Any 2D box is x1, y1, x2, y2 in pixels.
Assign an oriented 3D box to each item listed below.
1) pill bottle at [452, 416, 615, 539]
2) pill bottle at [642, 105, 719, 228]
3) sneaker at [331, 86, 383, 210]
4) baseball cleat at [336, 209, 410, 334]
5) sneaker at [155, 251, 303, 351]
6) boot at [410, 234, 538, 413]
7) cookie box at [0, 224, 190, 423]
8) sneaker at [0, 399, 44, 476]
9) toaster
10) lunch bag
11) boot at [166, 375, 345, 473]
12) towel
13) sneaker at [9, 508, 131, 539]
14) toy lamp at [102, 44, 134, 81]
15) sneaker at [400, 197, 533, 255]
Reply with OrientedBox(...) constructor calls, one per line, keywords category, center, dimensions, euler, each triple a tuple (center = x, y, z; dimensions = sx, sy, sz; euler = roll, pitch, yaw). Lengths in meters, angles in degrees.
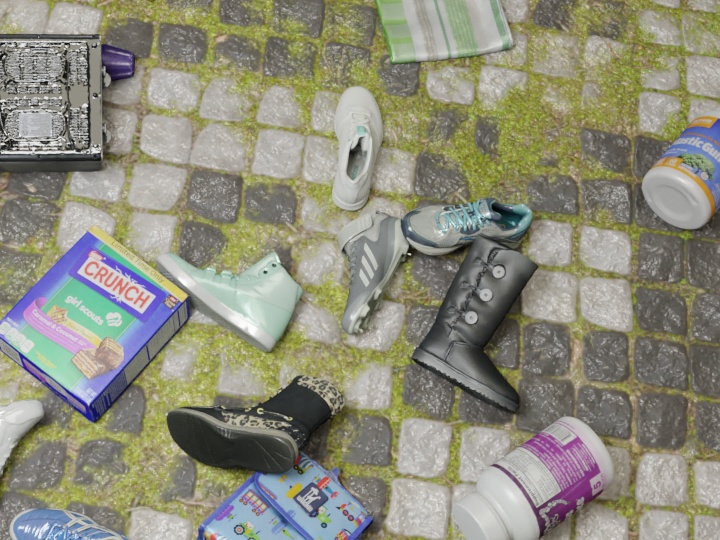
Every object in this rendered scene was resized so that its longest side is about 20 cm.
OrientedBox(category="pill bottle", center=(0.222, 0.284, 1.614), dimensions=(0.200, 0.112, 0.112), euler=(-31, 73, -19))
OrientedBox(category="pill bottle", center=(0.517, -0.165, 1.849), dimensions=(0.112, 0.112, 0.200), euler=(39, 67, 11))
OrientedBox(category="sneaker", center=(-0.001, -0.192, 1.814), dimensions=(0.075, 0.089, 0.201), euler=(4, 65, -4))
OrientedBox(category="baseball cleat", center=(0.000, 0.000, 1.747), dimensions=(0.106, 0.070, 0.200), euler=(25, 55, 11))
OrientedBox(category="sneaker", center=(-0.175, 0.010, 1.706), dimensions=(0.200, 0.074, 0.118), euler=(35, 72, -2))
OrientedBox(category="boot", center=(0.186, 0.072, 1.704), dimensions=(0.164, 0.066, 0.201), euler=(30, 81, 7))
OrientedBox(category="cookie box", center=(-0.353, 0.068, 1.656), dimensions=(0.171, 0.075, 0.200), euler=(35, 65, 10))
OrientedBox(category="sneaker", center=(-0.472, 0.244, 1.570), dimensions=(0.200, 0.078, 0.099), euler=(-37, 82, -12))
OrientedBox(category="toaster", center=(-0.448, -0.228, 1.730), dimensions=(0.199, 0.119, 0.182), euler=(-2, 84, -8))
OrientedBox(category="lunch bag", center=(-0.090, 0.324, 1.581), dimensions=(0.150, 0.094, 0.200), euler=(39, 54, 12))
OrientedBox(category="boot", center=(-0.135, 0.192, 1.631), dimensions=(0.203, 0.074, 0.154), euler=(7, 27, 31))
OrientedBox(category="towel", center=(0.129, -0.400, 1.958), dimensions=(0.199, 0.031, 0.150), euler=(-9, 67, -11))
OrientedBox(category="sneaker", center=(-0.337, 0.337, 1.536), dimensions=(0.199, 0.077, 0.076), euler=(17, 66, 2))
OrientedBox(category="toy lamp", center=(-0.432, -0.305, 1.828), dimensions=(0.199, 0.058, 0.058), euler=(0, 66, -5))
OrientedBox(category="sneaker", center=(0.152, -0.074, 1.760), dimensions=(0.199, 0.086, 0.078), euler=(-2, 64, -25))
